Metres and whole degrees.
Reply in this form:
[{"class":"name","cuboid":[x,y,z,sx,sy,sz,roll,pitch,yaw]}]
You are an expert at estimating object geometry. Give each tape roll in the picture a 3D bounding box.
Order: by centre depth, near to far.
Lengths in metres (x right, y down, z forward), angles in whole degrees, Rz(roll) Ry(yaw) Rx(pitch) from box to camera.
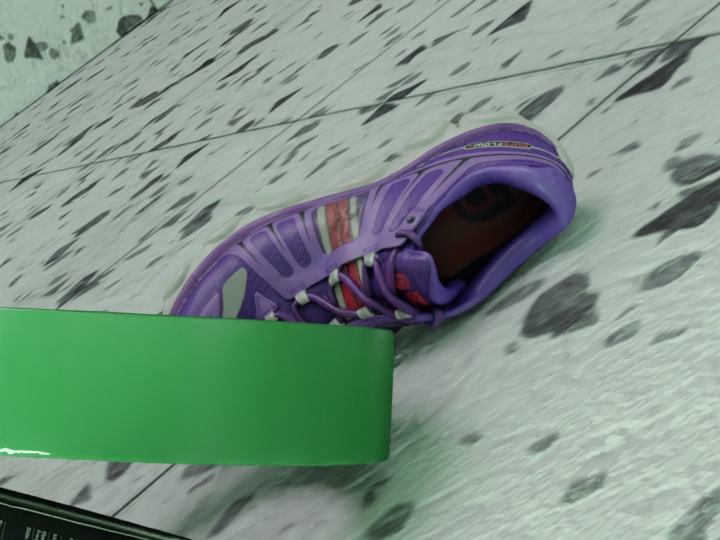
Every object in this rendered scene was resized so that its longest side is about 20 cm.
[{"class":"tape roll","cuboid":[-0.087,0.040,0.694,0.198,0.049,0.200,2,-2,0]}]

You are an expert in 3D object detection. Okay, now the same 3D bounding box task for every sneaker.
[{"class":"sneaker","cuboid":[0.000,0.000,0.812,0.199,0.081,0.084,-33,20,3]}]

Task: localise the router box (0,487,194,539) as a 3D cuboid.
[{"class":"router box","cuboid":[-0.160,0.100,0.684,0.200,0.149,0.063,-4,71,64]}]
